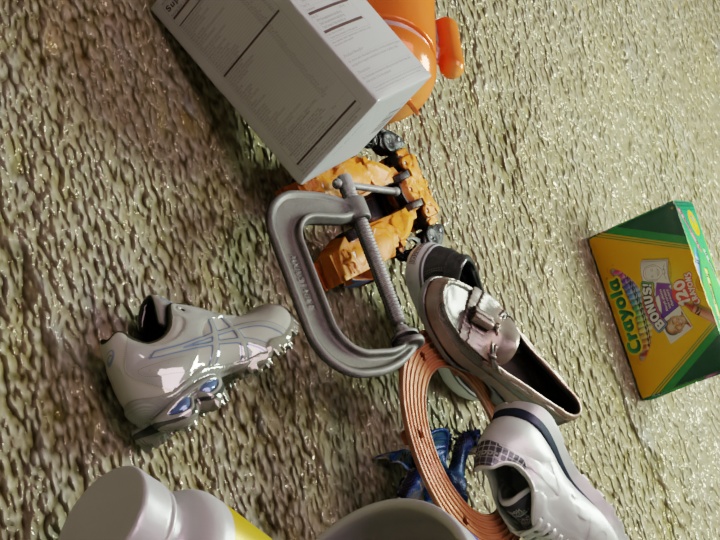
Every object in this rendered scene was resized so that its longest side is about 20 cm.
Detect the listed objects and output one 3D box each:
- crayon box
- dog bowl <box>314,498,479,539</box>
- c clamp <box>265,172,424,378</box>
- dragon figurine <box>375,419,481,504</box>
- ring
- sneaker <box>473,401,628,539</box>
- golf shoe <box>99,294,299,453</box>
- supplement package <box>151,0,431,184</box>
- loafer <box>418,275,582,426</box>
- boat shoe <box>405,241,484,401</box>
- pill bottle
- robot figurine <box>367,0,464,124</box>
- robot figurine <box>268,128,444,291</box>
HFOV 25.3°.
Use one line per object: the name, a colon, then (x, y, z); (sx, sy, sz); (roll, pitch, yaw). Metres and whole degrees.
crayon box: (0.354, 0.034, 1.847); (0.058, 0.118, 0.202); (-2, 71, -55)
dog bowl: (0.023, 0.270, 1.146); (0.079, 0.199, 0.202); (41, 40, -37)
c clamp: (0.000, 0.000, 1.328); (0.170, 0.027, 0.202); (9, 55, -41)
dragon figurine: (0.053, 0.173, 1.379); (0.199, 0.059, 0.100); (13, 57, -57)
ring: (0.085, 0.147, 1.373); (0.200, 0.019, 0.202); (41, 37, -41)
sneaker: (0.161, 0.210, 1.380); (0.201, 0.076, 0.081); (53, 41, -18)
golf shoe: (-0.118, 0.050, 1.203); (0.098, 0.078, 0.200); (57, 32, -2)
supplement package: (-0.058, -0.194, 1.360); (0.200, 0.114, 0.109); (50, 32, 5)
loafer: (0.127, 0.070, 1.405); (0.200, 0.062, 0.072); (48, 51, -35)
boat shoe: (0.099, 0.055, 1.479); (0.069, 0.056, 0.201); (-57, 138, -28)
pill bottle: (-0.103, 0.217, 1.067); (0.200, 0.111, 0.112); (42, 40, -32)
robot figurine: (0.014, -0.222, 1.520); (0.144, 0.116, 0.201); (36, 39, -36)
robot figurine: (0.003, -0.055, 1.455); (0.200, 0.058, 0.146); (-26, 92, -57)
